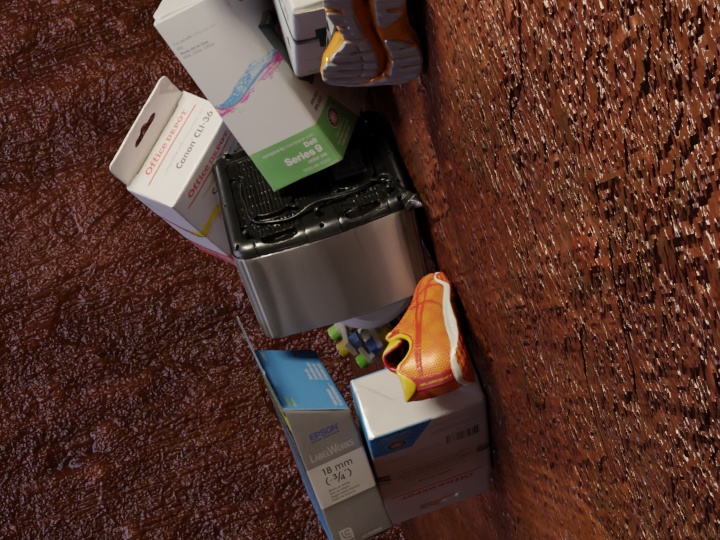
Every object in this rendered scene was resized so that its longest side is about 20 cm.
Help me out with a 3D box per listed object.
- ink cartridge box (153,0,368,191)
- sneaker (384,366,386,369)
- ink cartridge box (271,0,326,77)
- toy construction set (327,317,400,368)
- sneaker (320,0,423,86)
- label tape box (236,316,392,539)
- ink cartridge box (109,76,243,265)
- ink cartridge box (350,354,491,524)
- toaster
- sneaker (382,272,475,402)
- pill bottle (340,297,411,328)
[{"bbox_3d":[-0.086,-0.200,1.617,0.201,0.087,0.146,53,-147,-24],"label":"ink cartridge box"},{"bbox_3d":[0.050,0.111,1.904,0.201,0.075,0.106,78,174,-59],"label":"sneaker"},{"bbox_3d":[-0.038,-0.262,1.471,0.200,0.082,0.148,100,152,-81],"label":"ink cartridge box"},{"bbox_3d":[-0.004,0.032,2.173,0.131,0.091,0.202,36,-143,-53],"label":"toy construction set"},{"bbox_3d":[0.007,-0.197,1.300,0.200,0.077,0.078,92,173,-68],"label":"sneaker"},{"bbox_3d":[-0.043,0.142,1.655,0.144,0.063,0.202,-126,15,-65],"label":"label tape box"},{"bbox_3d":[-0.157,-0.097,1.775,0.067,0.117,0.200,23,169,32],"label":"ink cartridge box"},{"bbox_3d":[0.060,0.159,1.677,0.201,0.115,0.067,81,169,-59],"label":"ink cartridge box"},{"bbox_3d":[-0.035,-0.045,1.677,0.201,0.179,0.119,-110,1,-55],"label":"toaster"},{"bbox_3d":[0.054,0.053,1.558,0.200,0.076,0.074,-86,-21,-74],"label":"sneaker"},{"bbox_3d":[0.000,0.000,1.857,0.200,0.111,0.113,-141,34,-82],"label":"pill bottle"}]
